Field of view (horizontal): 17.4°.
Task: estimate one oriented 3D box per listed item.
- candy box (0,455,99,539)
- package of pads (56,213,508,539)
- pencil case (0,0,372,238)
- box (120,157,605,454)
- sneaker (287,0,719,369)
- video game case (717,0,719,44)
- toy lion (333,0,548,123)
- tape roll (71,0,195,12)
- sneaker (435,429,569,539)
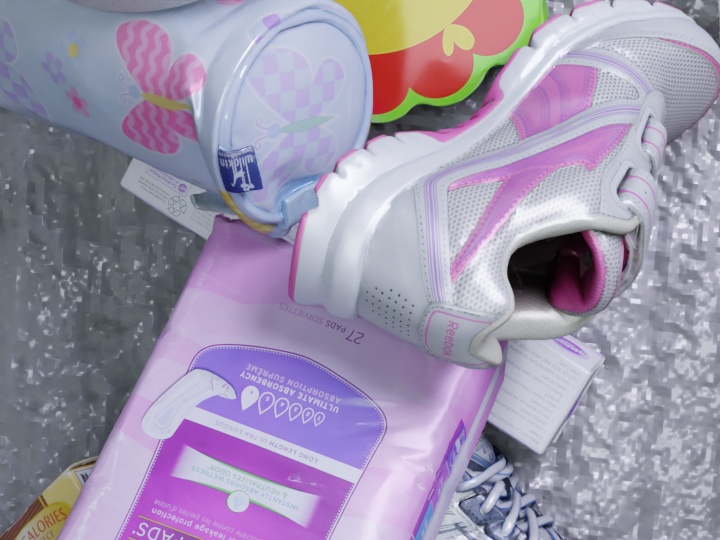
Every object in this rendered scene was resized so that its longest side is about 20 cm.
[{"bbox_3d":[-0.081,0.184,0.911,0.117,0.056,0.200,-44,66,38],"label":"candy box"},{"bbox_3d":[-0.037,0.088,0.843,0.120,0.076,0.200,19,66,14],"label":"package of pads"},{"bbox_3d":[-0.088,-0.082,0.879,0.200,0.083,0.091,24,143,35],"label":"pencil case"},{"bbox_3d":[0.000,0.000,0.924,0.200,0.039,0.042,32,104,8],"label":"box"},{"bbox_3d":[0.070,-0.024,0.838,0.088,0.200,0.082,39,146,24],"label":"sneaker"},{"bbox_3d":[0.211,-0.150,0.792,0.199,0.036,0.182,11,126,31],"label":"video game case"},{"bbox_3d":[0.011,-0.166,0.896,0.192,0.069,0.200,45,104,-2],"label":"toy lion"},{"bbox_3d":[-0.065,-0.188,0.825,0.202,0.037,0.204,-14,64,30],"label":"tape roll"},{"bbox_3d":[0.039,0.101,0.909,0.199,0.077,0.086,18,96,10],"label":"sneaker"}]
